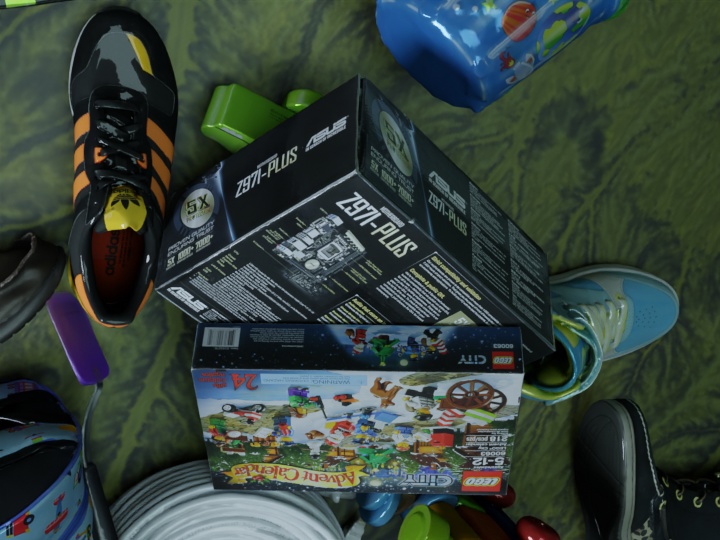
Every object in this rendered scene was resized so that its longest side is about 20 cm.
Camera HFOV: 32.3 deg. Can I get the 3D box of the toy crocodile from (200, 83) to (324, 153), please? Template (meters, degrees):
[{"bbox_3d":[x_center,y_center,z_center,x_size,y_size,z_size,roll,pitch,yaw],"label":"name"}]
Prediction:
[{"bbox_3d":[-0.015,-0.066,0.839,0.199,0.062,0.068,21,59,-20],"label":"toy crocodile"}]

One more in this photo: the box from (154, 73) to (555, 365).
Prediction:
[{"bbox_3d":[0.000,0.000,0.788,0.163,0.086,0.200,-28,130,30],"label":"box"}]

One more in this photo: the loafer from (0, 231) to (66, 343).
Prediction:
[{"bbox_3d":[-0.279,0.026,0.770,0.200,0.073,0.072,-29,114,-8],"label":"loafer"}]

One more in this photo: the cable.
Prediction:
[{"bbox_3d":[-0.101,0.232,0.889,0.199,0.069,0.201,18,99,-22],"label":"cable"}]

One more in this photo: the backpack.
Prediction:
[{"bbox_3d":[-0.256,0.164,0.770,0.200,0.182,0.135,-30,121,-20],"label":"backpack"}]

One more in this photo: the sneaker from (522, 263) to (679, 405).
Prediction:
[{"bbox_3d":[0.160,0.049,0.886,0.199,0.131,0.080,-6,106,-16],"label":"sneaker"}]

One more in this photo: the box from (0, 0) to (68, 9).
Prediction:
[{"bbox_3d":[-0.160,-0.234,0.706,0.199,0.124,0.149,-11,110,-15],"label":"box"}]

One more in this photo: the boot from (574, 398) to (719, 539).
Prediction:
[{"bbox_3d":[0.254,0.173,0.985,0.153,0.073,0.204,-16,116,-15],"label":"boot"}]

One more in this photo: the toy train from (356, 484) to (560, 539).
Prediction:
[{"bbox_3d":[0.077,0.199,0.862,0.116,0.200,0.085,29,96,-26],"label":"toy train"}]

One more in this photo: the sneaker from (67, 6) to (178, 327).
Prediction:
[{"bbox_3d":[-0.146,-0.061,0.778,0.070,0.090,0.201,1,105,-18],"label":"sneaker"}]

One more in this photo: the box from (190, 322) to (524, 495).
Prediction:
[{"bbox_3d":[-0.001,0.091,0.796,0.199,0.038,0.137,1,138,2],"label":"box"}]

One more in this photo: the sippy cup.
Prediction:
[{"bbox_3d":[0.083,-0.175,0.780,0.130,0.140,0.178,-47,124,-12],"label":"sippy cup"}]

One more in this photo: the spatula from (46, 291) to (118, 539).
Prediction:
[{"bbox_3d":[-0.175,0.112,0.815,0.020,0.057,0.201,-7,92,9],"label":"spatula"}]
